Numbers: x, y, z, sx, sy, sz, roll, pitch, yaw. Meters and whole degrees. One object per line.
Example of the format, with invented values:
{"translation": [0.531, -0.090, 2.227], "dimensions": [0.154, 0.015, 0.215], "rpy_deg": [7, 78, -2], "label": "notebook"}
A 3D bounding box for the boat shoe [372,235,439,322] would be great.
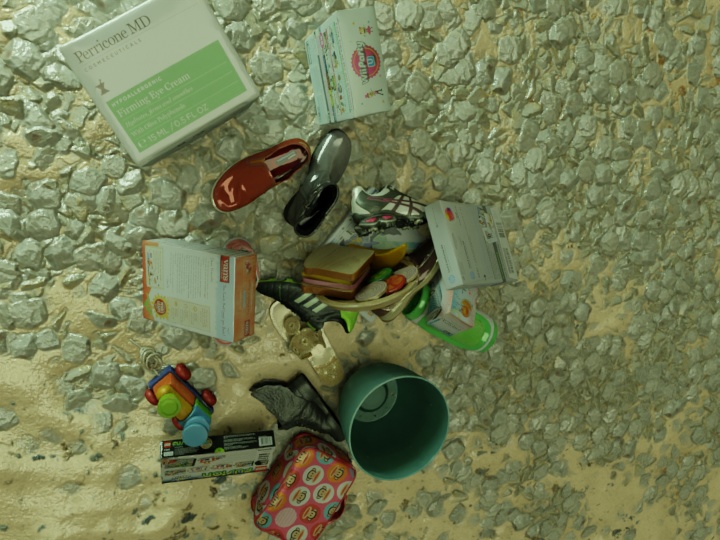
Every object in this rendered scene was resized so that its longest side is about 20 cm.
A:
{"translation": [0.084, 0.003, 1.005], "dimensions": [0.072, 0.072, 0.200], "rpy_deg": [38, 95, -24], "label": "boat shoe"}

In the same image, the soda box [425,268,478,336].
{"translation": [0.182, 0.019, 1.009], "dimensions": [0.063, 0.068, 0.201], "rpy_deg": [31, 53, -22], "label": "soda box"}

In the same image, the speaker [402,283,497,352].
{"translation": [0.182, 0.097, 1.074], "dimensions": [0.199, 0.088, 0.089], "rpy_deg": [27, 92, -22], "label": "speaker"}

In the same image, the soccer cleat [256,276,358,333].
{"translation": [-0.098, 0.064, 0.964], "dimensions": [0.199, 0.068, 0.082], "rpy_deg": [15, 76, -12], "label": "soccer cleat"}

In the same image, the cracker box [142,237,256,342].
{"translation": [-0.263, 0.027, 0.855], "dimensions": [0.058, 0.199, 0.135], "rpy_deg": [-16, 114, -61], "label": "cracker box"}

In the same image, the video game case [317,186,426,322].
{"translation": [0.021, -0.028, 1.023], "dimensions": [0.182, 0.022, 0.200], "rpy_deg": [41, 87, -22], "label": "video game case"}

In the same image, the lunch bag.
{"translation": [-0.102, 0.443, 1.055], "dimensions": [0.176, 0.082, 0.201], "rpy_deg": [36, 89, -23], "label": "lunch bag"}

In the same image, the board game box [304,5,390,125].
{"translation": [-0.027, -0.318, 0.846], "dimensions": [0.064, 0.200, 0.149], "rpy_deg": [-15, 107, -15], "label": "board game box"}

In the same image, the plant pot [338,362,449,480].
{"translation": [0.046, 0.272, 1.022], "dimensions": [0.199, 0.161, 0.202], "rpy_deg": [-4, 101, -20], "label": "plant pot"}

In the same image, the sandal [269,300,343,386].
{"translation": [-0.090, 0.143, 0.998], "dimensions": [0.077, 0.070, 0.212], "rpy_deg": [-36, 111, -8], "label": "sandal"}

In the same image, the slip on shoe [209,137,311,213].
{"translation": [-0.170, -0.166, 0.906], "dimensions": [0.199, 0.061, 0.074], "rpy_deg": [-32, 112, -8], "label": "slip on shoe"}

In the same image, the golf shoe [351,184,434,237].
{"translation": [0.074, -0.119, 0.972], "dimensions": [0.199, 0.077, 0.089], "rpy_deg": [-9, 81, -32], "label": "golf shoe"}

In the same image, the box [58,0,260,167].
{"translation": [-0.279, -0.275, 0.769], "dimensions": [0.198, 0.200, 0.172], "rpy_deg": [-33, 108, -8], "label": "box"}

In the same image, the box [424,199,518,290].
{"translation": [0.211, -0.047, 0.982], "dimensions": [0.199, 0.041, 0.157], "rpy_deg": [-3, 75, -47], "label": "box"}

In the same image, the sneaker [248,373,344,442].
{"translation": [-0.119, 0.279, 1.027], "dimensions": [0.104, 0.060, 0.200], "rpy_deg": [-35, 107, -7], "label": "sneaker"}

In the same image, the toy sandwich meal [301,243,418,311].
{"translation": [0.000, 0.000, 0.915], "dimensions": [0.204, 0.205, 0.071], "rpy_deg": [-18, 115, -14], "label": "toy sandwich meal"}

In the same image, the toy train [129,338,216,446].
{"translation": [-0.333, 0.210, 0.905], "dimensions": [0.085, 0.116, 0.200], "rpy_deg": [-40, 111, -7], "label": "toy train"}

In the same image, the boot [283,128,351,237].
{"translation": [-0.058, -0.150, 0.909], "dimensions": [0.069, 0.132, 0.201], "rpy_deg": [25, 93, -21], "label": "boot"}

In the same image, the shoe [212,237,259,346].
{"translation": [-0.223, 0.046, 0.918], "dimensions": [0.071, 0.091, 0.202], "rpy_deg": [9, 99, -20], "label": "shoe"}

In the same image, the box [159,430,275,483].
{"translation": [-0.263, 0.344, 0.972], "dimensions": [0.199, 0.035, 0.110], "rpy_deg": [0, 138, -19], "label": "box"}
